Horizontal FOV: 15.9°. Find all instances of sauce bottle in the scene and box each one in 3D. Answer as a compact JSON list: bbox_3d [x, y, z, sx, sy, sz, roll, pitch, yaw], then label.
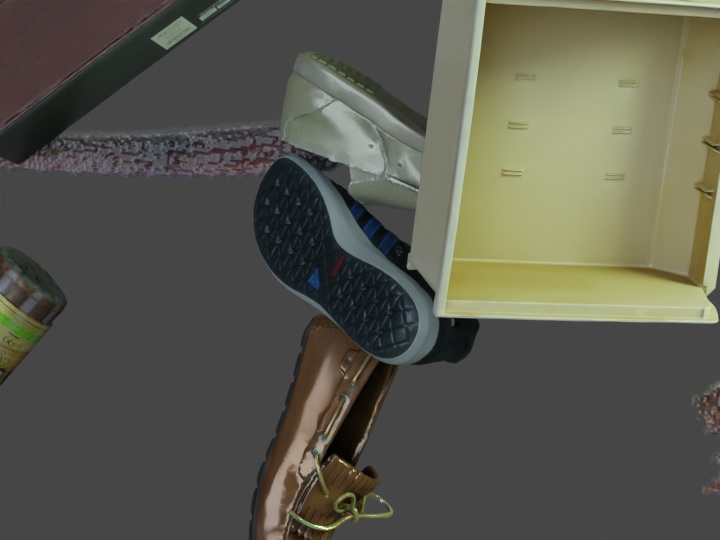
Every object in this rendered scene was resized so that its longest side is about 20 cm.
[{"bbox_3d":[-0.284,0.076,1.758,0.065,0.065,0.200,42,98,13],"label":"sauce bottle"}]

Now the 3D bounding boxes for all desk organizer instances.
[{"bbox_3d":[-0.187,-0.164,1.747,0.200,0.072,0.077,-35,76,9],"label":"desk organizer"}]

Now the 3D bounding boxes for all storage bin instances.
[{"bbox_3d":[0.141,-0.077,1.585,0.198,0.094,0.200,2,106,-16],"label":"storage bin"}]

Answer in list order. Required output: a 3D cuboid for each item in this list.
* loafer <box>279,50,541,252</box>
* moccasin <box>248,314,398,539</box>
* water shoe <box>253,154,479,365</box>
[{"bbox_3d":[0.031,-0.066,1.685,0.200,0.076,0.068,36,105,11],"label":"loafer"},{"bbox_3d":[-0.018,0.131,1.687,0.078,0.074,0.202,14,80,23],"label":"moccasin"},{"bbox_3d":[0.000,0.000,1.689,0.072,0.079,0.200,-56,48,19],"label":"water shoe"}]
